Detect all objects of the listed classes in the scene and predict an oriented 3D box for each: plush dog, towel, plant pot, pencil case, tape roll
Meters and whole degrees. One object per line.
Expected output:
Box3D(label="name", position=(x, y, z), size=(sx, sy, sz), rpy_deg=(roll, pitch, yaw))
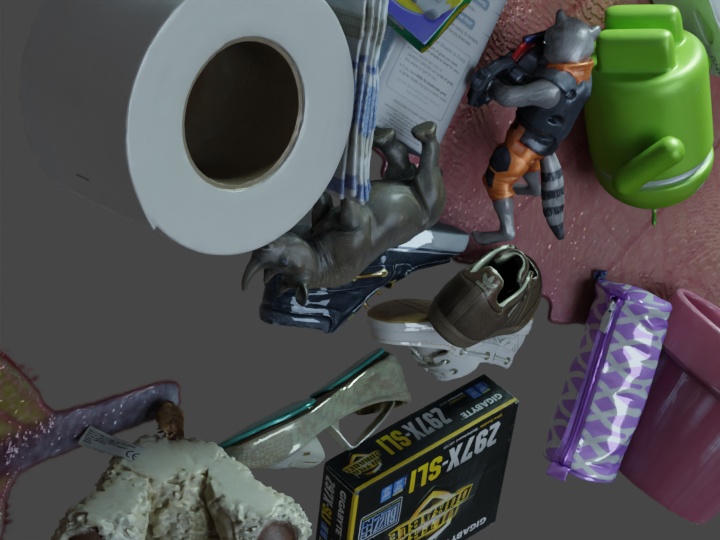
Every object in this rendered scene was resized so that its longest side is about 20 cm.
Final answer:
Box3D(label="plush dog", position=(-0.149, 0.216, 1.409), size=(0.198, 0.161, 0.173), rpy_deg=(-3, 126, -13))
Box3D(label="towel", position=(-0.030, -0.161, 1.339), size=(0.024, 0.147, 0.201), rpy_deg=(-6, 109, -36))
Box3D(label="plant pot", position=(0.348, 0.147, 1.800), size=(0.199, 0.200, 0.180), rpy_deg=(24, 105, -46))
Box3D(label="pencil case", position=(0.240, 0.107, 1.743), size=(0.085, 0.083, 0.201), rpy_deg=(-1, 107, -64))
Box3D(label="tape roll", position=(-0.122, -0.126, 1.272), size=(0.202, 0.139, 0.204), rpy_deg=(-18, 119, -37))

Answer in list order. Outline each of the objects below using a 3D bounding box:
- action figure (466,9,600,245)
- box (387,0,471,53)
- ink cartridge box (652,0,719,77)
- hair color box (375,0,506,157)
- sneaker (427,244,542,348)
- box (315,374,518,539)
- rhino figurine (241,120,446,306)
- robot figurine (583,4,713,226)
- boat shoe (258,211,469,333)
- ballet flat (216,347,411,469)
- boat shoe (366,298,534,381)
Box3D(label="action figure", position=(0.166, -0.135, 1.547), size=(0.200, 0.104, 0.194), rpy_deg=(-34, 146, -50))
Box3D(label="box", position=(0.072, -0.282, 1.387), size=(0.117, 0.048, 0.200), rpy_deg=(40, 86, 1))
Box3D(label="ink cartridge box", position=(0.367, -0.303, 1.701), size=(0.200, 0.083, 0.145), rpy_deg=(-49, 132, -18))
Box3D(label="hair color box", position=(0.052, -0.204, 1.461), size=(0.099, 0.060, 0.201), rpy_deg=(27, 87, -45))
Box3D(label="sneaker", position=(0.129, 0.013, 1.545), size=(0.076, 0.071, 0.200), rpy_deg=(-45, 174, 27))
Box3D(label="box", position=(0.048, 0.200, 1.599), size=(0.199, 0.049, 0.161), rpy_deg=(-25, 136, -35))
Box3D(label="rhino figurine", position=(-0.012, -0.035, 1.394), size=(0.199, 0.060, 0.088), rpy_deg=(-34, 121, -24))
Box3D(label="robot figurine", position=(0.264, -0.144, 1.641), size=(0.176, 0.115, 0.201), rpy_deg=(-67, 152, -49))
Box3D(label="boat shoe", position=(0.000, 0.000, 1.491), size=(0.199, 0.071, 0.092), rpy_deg=(0, 106, -36))
Box3D(label="ballet flat", position=(-0.033, 0.130, 1.502), size=(0.199, 0.067, 0.063), rpy_deg=(-29, 92, -32))
Box3D(label="boat shoe", position=(0.080, 0.066, 1.586), size=(0.199, 0.071, 0.070), rpy_deg=(4, 104, -46))
